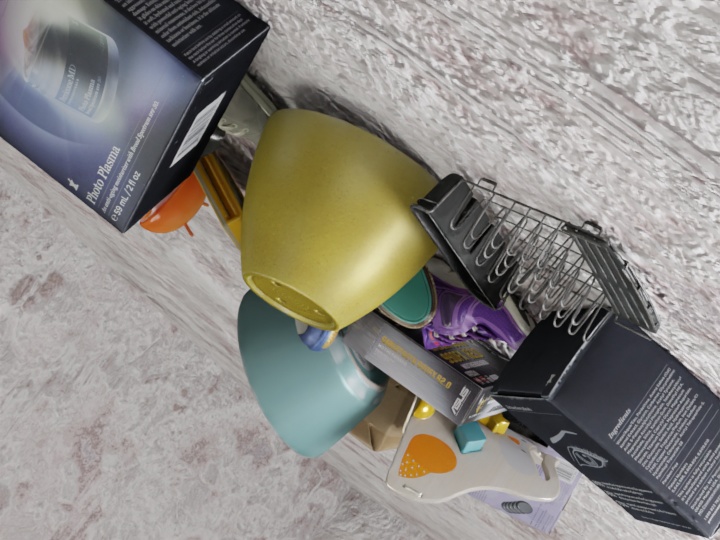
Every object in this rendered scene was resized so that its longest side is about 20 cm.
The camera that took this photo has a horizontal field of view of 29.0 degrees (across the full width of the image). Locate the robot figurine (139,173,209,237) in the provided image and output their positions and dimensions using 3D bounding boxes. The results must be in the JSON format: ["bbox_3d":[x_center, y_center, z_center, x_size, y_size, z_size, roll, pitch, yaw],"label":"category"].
[{"bbox_3d":[-0.278,-0.127,1.776,0.200,0.117,0.144,42,167,-16],"label":"robot figurine"}]

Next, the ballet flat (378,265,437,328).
[{"bbox_3d":[0.011,-0.025,1.408,0.200,0.070,0.065,54,-179,10],"label":"ballet flat"}]

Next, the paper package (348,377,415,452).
[{"bbox_3d":[0.016,0.133,1.756,0.190,0.104,0.200,33,-168,23],"label":"paper package"}]

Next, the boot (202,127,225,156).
[{"bbox_3d":[-0.259,-0.152,1.487,0.157,0.080,0.211,12,153,-38],"label":"boot"}]

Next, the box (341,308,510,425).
[{"bbox_3d":[0.088,0.096,1.507,0.158,0.049,0.200,35,-168,20],"label":"box"}]

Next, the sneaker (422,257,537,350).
[{"bbox_3d":[0.105,0.051,1.391,0.081,0.084,0.200,46,165,-34],"label":"sneaker"}]

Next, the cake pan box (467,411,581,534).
[{"bbox_3d":[0.175,0.221,1.682,0.183,0.052,0.201,23,145,9],"label":"cake pan box"}]

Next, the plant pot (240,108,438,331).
[{"bbox_3d":[-0.030,-0.031,1.267,0.199,0.143,0.200,26,164,8],"label":"plant pot"}]

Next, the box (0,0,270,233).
[{"bbox_3d":[-0.218,-0.177,1.195,0.198,0.123,0.200,38,131,3],"label":"box"}]

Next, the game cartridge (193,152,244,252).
[{"bbox_3d":[-0.150,-0.075,1.652,0.177,0.032,0.200,60,-178,30],"label":"game cartridge"}]

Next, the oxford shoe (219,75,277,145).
[{"bbox_3d":[-0.128,-0.160,1.326,0.075,0.058,0.200,24,163,42],"label":"oxford shoe"}]

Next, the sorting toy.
[{"bbox_3d":[0.134,0.197,1.532,0.179,0.107,0.200,23,-168,2],"label":"sorting toy"}]

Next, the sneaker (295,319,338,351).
[{"bbox_3d":[-0.067,-0.006,1.434,0.088,0.201,0.075,19,134,-29],"label":"sneaker"}]

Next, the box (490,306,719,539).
[{"bbox_3d":[0.238,0.133,1.249,0.200,0.105,0.148,41,168,-11],"label":"box"}]

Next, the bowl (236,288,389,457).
[{"bbox_3d":[-0.039,0.093,1.529,0.201,0.105,0.202,51,-155,-36],"label":"bowl"}]

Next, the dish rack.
[{"bbox_3d":[0.148,-0.002,1.139,0.199,0.055,0.154,27,164,42],"label":"dish rack"}]
